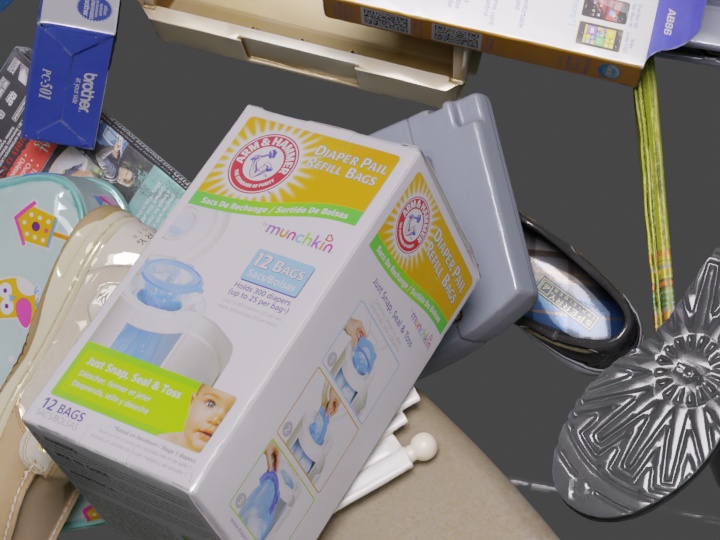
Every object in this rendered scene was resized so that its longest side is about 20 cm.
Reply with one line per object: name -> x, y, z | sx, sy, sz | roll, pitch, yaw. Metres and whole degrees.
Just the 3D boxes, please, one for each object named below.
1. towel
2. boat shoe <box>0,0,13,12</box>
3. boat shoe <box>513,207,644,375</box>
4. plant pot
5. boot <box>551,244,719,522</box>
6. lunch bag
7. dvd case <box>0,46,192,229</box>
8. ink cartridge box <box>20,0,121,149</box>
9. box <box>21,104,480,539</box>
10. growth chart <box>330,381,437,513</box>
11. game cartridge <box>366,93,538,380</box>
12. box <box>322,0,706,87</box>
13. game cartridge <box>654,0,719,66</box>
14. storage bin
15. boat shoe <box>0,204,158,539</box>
towel -> 0.158, -0.026, 1.121 | 0.018, 0.086, 0.201 | -3, 76, 4
boat shoe -> -0.283, -0.166, 1.200 | 0.199, 0.084, 0.069 | -27, 54, -1
boat shoe -> 0.070, -0.010, 1.136 | 0.200, 0.066, 0.070 | 38, 82, 12
plant pot -> 0.011, 0.175, 1.044 | 0.199, 0.200, 0.178 | -29, 61, -1
boot -> 0.176, 0.077, 1.037 | 0.066, 0.200, 0.165 | 42, 87, 22
lunch bag -> -0.193, 0.045, 1.119 | 0.159, 0.077, 0.201 | -12, 90, 19
dvd case -> -0.158, -0.010, 1.156 | 0.200, 0.022, 0.146 | 39, 105, 14
ink cartridge box -> -0.154, -0.175, 1.141 | 0.044, 0.094, 0.201 | 8, 52, -10
box -> -0.046, 0.035, 0.970 | 0.112, 0.102, 0.200 | 18, 62, 35
growth chart -> -0.042, 0.054, 1.034 | 0.144, 0.018, 0.201 | -24, 46, 5
game cartridge -> 0.000, 0.000, 1.117 | 0.199, 0.041, 0.134 | -21, 77, 29
box -> 0.089, -0.174, 1.094 | 0.199, 0.041, 0.120 | 14, 79, 2
game cartridge -> 0.197, -0.188, 1.182 | 0.199, 0.041, 0.134 | 10, 82, 8
storage bin -> -0.011, -0.217, 1.178 | 0.199, 0.094, 0.200 | 14, 78, 8
boat shoe -> -0.139, 0.071, 1.024 | 0.069, 0.074, 0.201 | 25, 101, 20
